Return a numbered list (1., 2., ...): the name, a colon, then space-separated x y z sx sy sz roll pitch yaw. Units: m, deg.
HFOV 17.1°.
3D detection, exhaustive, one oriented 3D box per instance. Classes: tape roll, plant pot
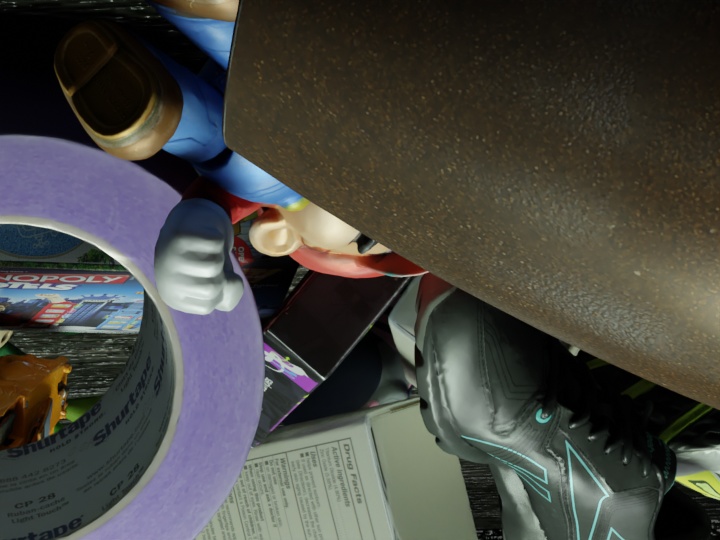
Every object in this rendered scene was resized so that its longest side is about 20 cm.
1. tape roll: -0.140 0.028 0.903 0.199 0.201 0.085 0 -157 -14
2. plant pot: 0.068 -0.058 0.666 0.199 0.188 0.187 12 169 1

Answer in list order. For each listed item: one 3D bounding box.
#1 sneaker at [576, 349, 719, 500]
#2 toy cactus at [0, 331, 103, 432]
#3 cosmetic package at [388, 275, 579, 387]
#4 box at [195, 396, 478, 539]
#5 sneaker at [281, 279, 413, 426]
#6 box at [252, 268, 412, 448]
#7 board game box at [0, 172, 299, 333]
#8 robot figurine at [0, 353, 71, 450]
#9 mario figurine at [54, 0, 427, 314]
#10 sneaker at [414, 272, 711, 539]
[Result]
1. sneaker: 0.187 0.071 1.002 0.199 0.076 0.076 22 170 32
2. toy cactus: -0.179 0.044 1.207 0.102 0.200 0.165 23 150 54
3. cosmetic package: 0.072 0.017 1.108 0.073 0.104 0.200 35 175 9
4. box: -0.051 0.124 1.137 0.199 0.096 0.078 -13 180 30
5. sneaker: 0.003 0.050 1.260 0.070 0.082 0.200 -15 -175 27
6. box: 0.000 0.000 1.009 0.036 0.143 0.200 40 165 -2
7. board game box: -0.105 -0.018 1.059 0.199 0.062 0.200 2 167 -21
8. robot figurine: -0.210 0.087 1.050 0.144 0.059 0.200 11 -153 14
9. mario figurine: -0.011 -0.044 0.817 0.123 0.107 0.200 -25 154 19
10. sneaker: 0.080 0.058 0.950 0.079 0.076 0.200 -7 140 23
